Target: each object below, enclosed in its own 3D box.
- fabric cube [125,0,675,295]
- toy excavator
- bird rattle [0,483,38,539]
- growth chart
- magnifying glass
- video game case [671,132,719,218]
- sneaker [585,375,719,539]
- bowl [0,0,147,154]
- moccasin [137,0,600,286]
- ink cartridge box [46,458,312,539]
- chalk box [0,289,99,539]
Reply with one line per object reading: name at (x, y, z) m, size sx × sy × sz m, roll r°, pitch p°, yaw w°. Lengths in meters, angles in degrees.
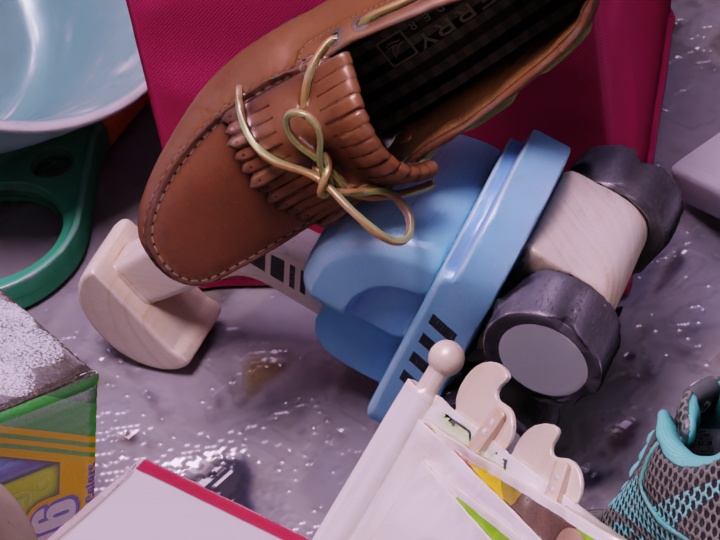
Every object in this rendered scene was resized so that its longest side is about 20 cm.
fabric cube at (0.021, -0.128, 1.208) m, size 0.199 × 0.200 × 0.197 m, roll 1°, pitch 43°, yaw 12°
toy excavator at (0.000, 0.000, 1.132) m, size 0.199 × 0.195 × 0.100 m, roll 30°, pitch 50°, yaw 2°
bird rattle at (-0.146, 0.137, 0.959) m, size 0.199 × 0.164 × 0.112 m, roll -29°, pitch 39°, yaw -30°
growth chart at (0.036, 0.122, 0.999) m, size 0.145 × 0.018 × 0.200 m, roll -53°, pitch 39°, yaw 14°
magnifying glass at (-0.133, -0.050, 1.287) m, size 0.079 × 0.022 × 0.200 m, roll 15°, pitch 47°, yaw 27°
video game case at (0.243, -0.071, 1.148) m, size 0.200 × 0.024 × 0.182 m, roll -35°, pitch 22°, yaw -9°
sneaker at (0.120, 0.081, 0.982) m, size 0.077 × 0.092 × 0.200 m, roll -5°, pitch 0°, yaw -21°
bowl at (-0.181, -0.127, 1.258) m, size 0.200 × 0.105 × 0.202 m, roll 13°, pitch 59°, yaw -23°
moccasin at (0.004, -0.057, 1.051) m, size 0.201 × 0.074 × 0.078 m, roll -30°, pitch 30°, yaw 11°
ink cartridge box at (-0.024, 0.177, 0.879) m, size 0.144 × 0.201 × 0.084 m, roll 23°, pitch 48°, yaw 32°
chalk box at (-0.209, 0.088, 1.040) m, size 0.199 × 0.124 × 0.124 m, roll -21°, pitch 41°, yaw -33°
